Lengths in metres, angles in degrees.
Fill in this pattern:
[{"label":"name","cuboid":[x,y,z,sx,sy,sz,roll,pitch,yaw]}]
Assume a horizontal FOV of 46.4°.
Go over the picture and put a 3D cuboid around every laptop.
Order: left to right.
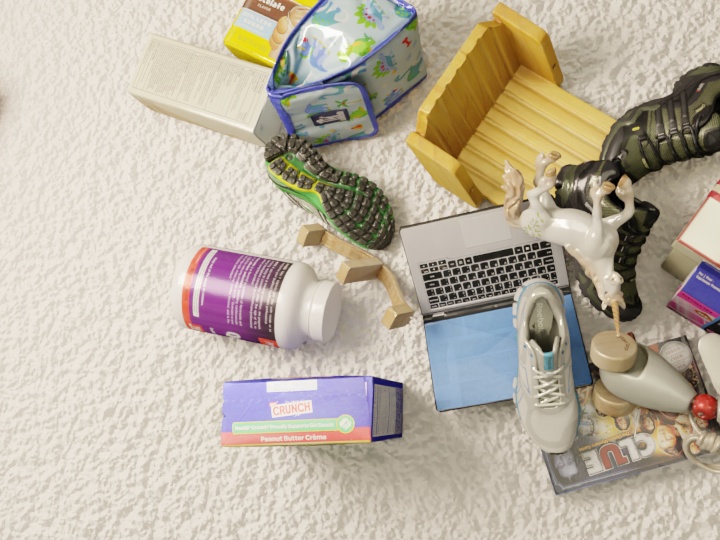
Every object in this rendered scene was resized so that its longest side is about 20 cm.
[{"label":"laptop","cuboid":[0.158,0.039,0.993,0.187,0.116,0.200,-12,116,10]}]

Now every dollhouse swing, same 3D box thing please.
[{"label":"dollhouse swing","cuboid":[0.198,-0.168,1.008,0.176,0.182,0.200,34,88,28]}]

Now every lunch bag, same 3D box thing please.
[{"label":"lunch bag","cuboid":[-0.021,-0.248,1.055,0.200,0.170,0.127,-39,73,-3]}]

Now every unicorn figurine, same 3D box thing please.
[{"label":"unicorn figurine","cuboid":[0.242,-0.045,0.926,0.074,0.137,0.200,-21,43,-34]}]

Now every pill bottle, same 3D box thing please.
[{"label":"pill bottle","cuboid":[-0.130,0.036,1.063,0.200,0.112,0.113,11,82,15]}]

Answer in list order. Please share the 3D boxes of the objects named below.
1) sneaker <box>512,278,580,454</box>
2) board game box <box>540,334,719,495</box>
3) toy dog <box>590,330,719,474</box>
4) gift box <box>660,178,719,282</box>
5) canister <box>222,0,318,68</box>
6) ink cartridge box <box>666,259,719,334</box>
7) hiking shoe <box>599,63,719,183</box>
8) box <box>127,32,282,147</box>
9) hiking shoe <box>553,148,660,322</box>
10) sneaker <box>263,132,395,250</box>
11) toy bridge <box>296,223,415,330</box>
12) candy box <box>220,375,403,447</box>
[{"label":"sneaker","cuboid":[0.204,0.109,0.936,0.075,0.087,0.200,-9,89,8]},{"label":"board game box","cuboid":[0.303,0.169,0.982,0.200,0.035,0.136,-19,77,9]},{"label":"toy dog","cuboid":[0.346,0.118,0.918,0.200,0.132,0.096,29,49,12]},{"label":"gift box","cuboid":[0.463,-0.037,0.905,0.200,0.187,0.185,31,88,17]},{"label":"canister","cuboid":[-0.079,-0.360,1.138,0.148,0.087,0.200,28,89,16]},{"label":"ink cartridge box","cuboid":[0.388,0.041,0.901,0.095,0.200,0.037,35,89,17]},{"label":"hiking shoe","cuboid":[0.371,-0.162,0.979,0.200,0.076,0.101,-41,32,3]},{"label":"box","cuboid":[-0.203,-0.244,1.148,0.200,0.078,0.095,21,85,15]},{"label":"hiking shoe","cuboid":[0.296,-0.035,0.965,0.101,0.076,0.200,-15,102,45]},{"label":"sneaker","cuboid":[-0.038,-0.099,1.092,0.200,0.085,0.078,40,76,2]},{"label":"toy bridge","cuboid":[0.000,0.000,1.062,0.200,0.067,0.027,43,124,33]},{"label":"candy box","cuboid":[-0.047,0.163,0.976,0.169,0.200,0.077,-3,79,12]}]
